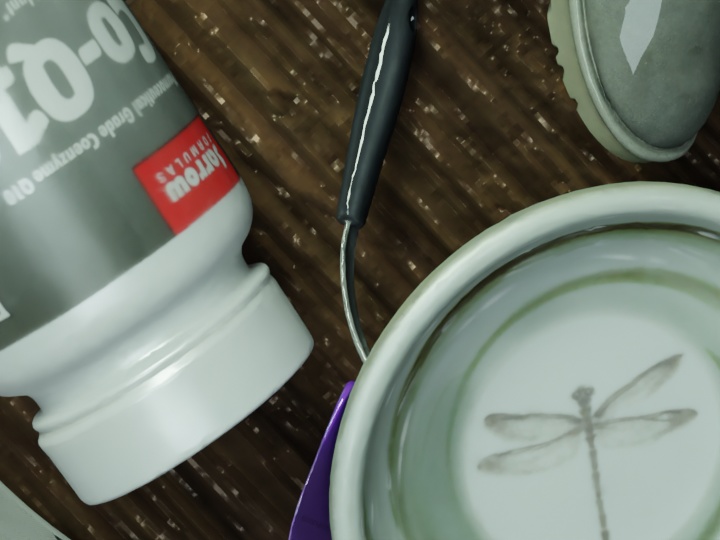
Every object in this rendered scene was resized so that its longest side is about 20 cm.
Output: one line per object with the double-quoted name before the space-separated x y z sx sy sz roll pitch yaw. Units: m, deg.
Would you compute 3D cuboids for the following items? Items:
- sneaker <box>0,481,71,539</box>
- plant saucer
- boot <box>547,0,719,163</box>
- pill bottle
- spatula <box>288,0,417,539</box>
"sneaker" -0.150 0.132 1.001 0.200 0.073 0.112 37 101 -6
"plant saucer" 0.081 0.062 0.965 0.199 0.050 0.201 -5 108 -14
"boot" 0.147 -0.125 0.857 0.199 0.072 0.183 1 95 45
"pill bottle" -0.107 -0.032 0.940 0.114 0.114 0.201 -32 99 10
"spatula" 0.000 0.000 0.953 0.020 0.057 0.201 4 81 16
